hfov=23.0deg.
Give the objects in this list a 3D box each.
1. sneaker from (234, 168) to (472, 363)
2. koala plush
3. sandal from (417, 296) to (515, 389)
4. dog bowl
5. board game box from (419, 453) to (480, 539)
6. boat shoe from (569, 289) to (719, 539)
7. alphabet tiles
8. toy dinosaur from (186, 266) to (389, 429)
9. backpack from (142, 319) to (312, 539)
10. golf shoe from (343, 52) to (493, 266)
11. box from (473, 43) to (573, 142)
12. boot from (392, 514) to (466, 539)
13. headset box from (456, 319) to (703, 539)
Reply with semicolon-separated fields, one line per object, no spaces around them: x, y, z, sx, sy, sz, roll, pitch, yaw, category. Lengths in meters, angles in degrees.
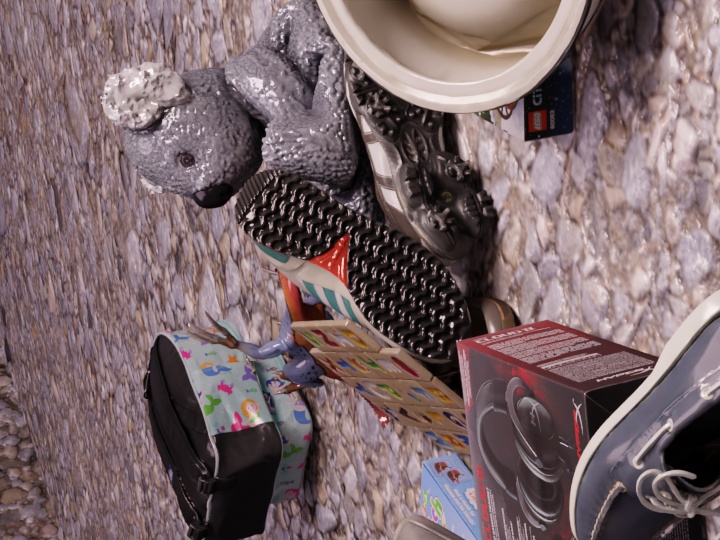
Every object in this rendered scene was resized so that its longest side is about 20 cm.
-0.001;0.000;1.295;0.199;0.071;0.093;33;174;10;sneaker
-0.095;-0.116;1.391;0.178;0.198;0.186;61;-159;-66;koala plush
0.059;0.058;1.330;0.200;0.054;0.083;-178;77;-70;sandal
0.064;-0.199;1.040;0.198;0.074;0.202;15;118;30;dog bowl
0.099;0.260;1.355;0.200;0.036;0.153;-129;34;-51;board game box
0.178;0.098;0.959;0.201;0.074;0.062;-58;33;31;boat shoe
0.030;0.091;1.340;0.166;0.006;0.200;40;166;-14;alphabet tiles
-0.037;0.039;1.456;0.182;0.198;0.106;132;157;-71;toy dinosaur
-0.141;0.151;1.789;0.201;0.149;0.179;54;147;35;backpack
0.028;-0.092;1.306;0.095;0.077;0.202;120;136;-62;golf shoe
0.088;-0.198;1.138;0.136;0.037;0.202;-142;45;-61;box
0.103;0.273;1.217;0.199;0.072;0.184;6;107;48;boot
0.133;0.121;1.130;0.200;0.076;0.151;-160;61;-66;headset box
